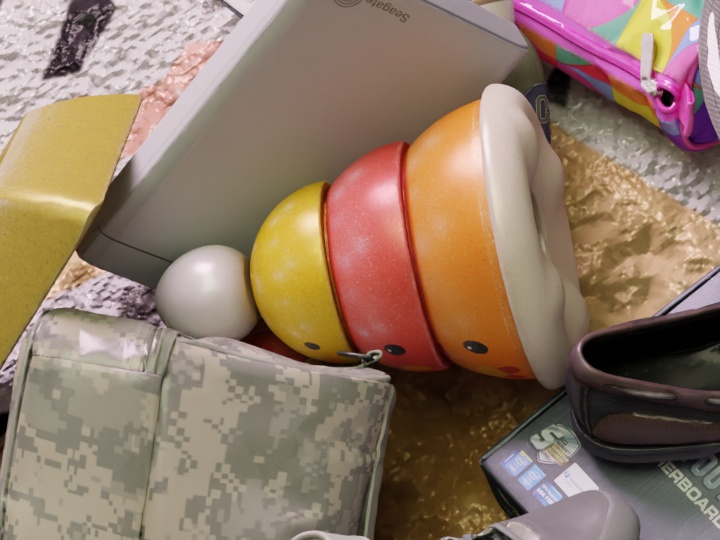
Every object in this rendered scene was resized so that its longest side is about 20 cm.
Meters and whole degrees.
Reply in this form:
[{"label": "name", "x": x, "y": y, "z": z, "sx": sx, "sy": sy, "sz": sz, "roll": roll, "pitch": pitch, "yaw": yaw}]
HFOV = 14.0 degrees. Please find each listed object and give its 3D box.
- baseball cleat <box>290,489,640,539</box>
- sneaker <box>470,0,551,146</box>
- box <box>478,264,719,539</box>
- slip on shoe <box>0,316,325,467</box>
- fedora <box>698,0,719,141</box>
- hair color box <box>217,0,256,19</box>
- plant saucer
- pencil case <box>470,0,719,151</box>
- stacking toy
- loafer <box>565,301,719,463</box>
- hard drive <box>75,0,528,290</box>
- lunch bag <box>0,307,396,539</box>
[{"label": "baseball cleat", "x": 0.031, "y": 0.138, "z": 1.266, "sx": 0.200, "sy": 0.106, "sz": 0.070, "roll": -37, "pitch": 27, "yaw": -18}, {"label": "sneaker", "x": 0.007, "y": -0.059, "z": 1.486, "sx": 0.200, "sy": 0.067, "sz": 0.090, "roll": -27, "pitch": 88, "yaw": 22}, {"label": "box", "x": 0.175, "y": 0.111, "z": 1.341, "sx": 0.158, "sy": 0.051, "sz": 0.200, "roll": -37, "pitch": 56, "yaw": -8}, {"label": "slip on shoe", "x": -0.105, "y": 0.082, "z": 1.437, "sx": 0.200, "sy": 0.074, "sz": 0.061, "roll": -27, "pitch": 58, "yaw": -6}, {"label": "fedora", "x": 0.241, "y": -0.063, "z": 1.388, "sx": 0.177, "sy": 0.090, "sz": 0.200, "roll": -10, "pitch": 55, "yaw": -16}, {"label": "hair color box", "x": -0.002, "y": -0.209, "z": 1.492, "sx": 0.100, "sy": 0.061, "sz": 0.200, "roll": 39, "pitch": 92, "yaw": 27}, {"label": "plant saucer", "x": -0.182, "y": 0.010, "z": 1.399, "sx": 0.048, "sy": 0.200, "sz": 0.200, "roll": 31, "pitch": 106, "yaw": -8}, {"label": "pencil case", "x": 0.120, "y": -0.135, "z": 1.488, "sx": 0.200, "sy": 0.088, "sz": 0.088, "roll": 34, "pitch": 74, "yaw": 34}, {"label": "stacking toy", "x": 0.000, "y": 0.000, "z": 1.397, "sx": 0.200, "sy": 0.146, "sz": 0.146, "roll": -12, "pitch": 57, "yaw": 12}, {"label": "loafer", "x": 0.189, "y": 0.041, "z": 1.311, "sx": 0.200, "sy": 0.063, "sz": 0.072, "roll": -11, "pitch": 55, "yaw": 8}, {"label": "hard drive", "x": -0.030, "y": -0.062, "z": 1.410, "sx": 0.200, "sy": 0.132, "sz": 0.027, "roll": -49, "pitch": 41, "yaw": 23}, {"label": "lunch bag", "x": -0.076, "y": 0.125, "z": 1.337, "sx": 0.168, "sy": 0.139, "sz": 0.200, "roll": 8, "pitch": 85, "yaw": 5}]
